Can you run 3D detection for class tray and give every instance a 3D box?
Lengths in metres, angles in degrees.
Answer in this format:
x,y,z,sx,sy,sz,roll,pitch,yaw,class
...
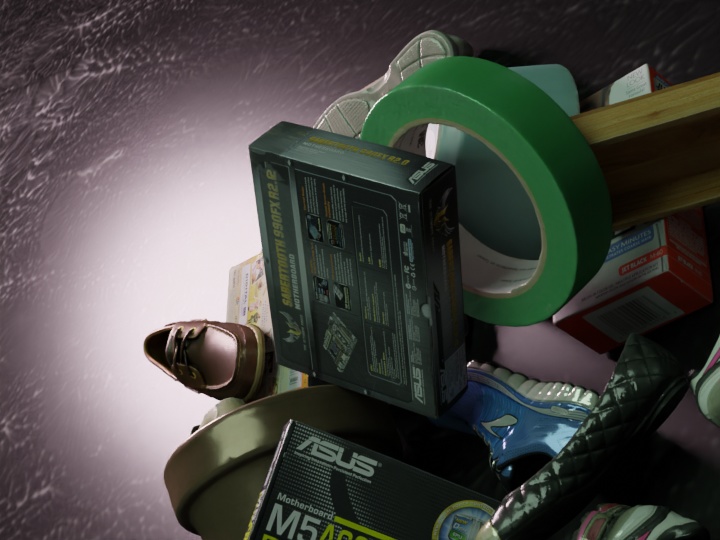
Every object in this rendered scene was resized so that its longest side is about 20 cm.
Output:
x,y,z,sx,sy,sz,roll,pitch,yaw,class
0.255,-0.095,1.168,0.198,0.099,0.037,-16,49,13,tray

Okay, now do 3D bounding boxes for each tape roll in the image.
x,y,z,sx,sy,sz,roll,pitch,yaw,class
0.088,-0.055,1.194,0.200,0.202,0.048,-3,28,49,tape roll

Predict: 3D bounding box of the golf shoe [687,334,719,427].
x,y,z,sx,sy,sz,roll,pitch,yaw,class
0.295,0.020,1.119,0.201,0.072,0.092,-54,34,7,golf shoe

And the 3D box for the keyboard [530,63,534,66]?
x,y,z,sx,sy,sz,roll,pitch,yaw,class
0.069,-0.125,1.491,0.199,0.021,0.127,-30,1,36,keyboard

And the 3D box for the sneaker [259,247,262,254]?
x,y,z,sx,sy,sz,roll,pitch,yaw,class
-0.079,0.006,1.588,0.080,0.076,0.202,-22,47,52,sneaker

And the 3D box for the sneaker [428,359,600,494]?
x,y,z,sx,sy,sz,roll,pitch,yaw,class
0.115,0.126,1.255,0.199,0.078,0.090,8,69,52,sneaker

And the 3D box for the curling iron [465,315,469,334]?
x,y,z,sx,sy,sz,roll,pitch,yaw,class
0.053,-0.027,1.415,0.026,0.049,0.202,-32,66,54,curling iron

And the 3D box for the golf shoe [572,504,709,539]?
x,y,z,sx,sy,sz,roll,pitch,yaw,class
0.172,0.250,1.087,0.092,0.072,0.202,-5,61,47,golf shoe

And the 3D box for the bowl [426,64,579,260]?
x,y,z,sx,sy,sz,roll,pitch,yaw,class
0.093,-0.082,1.342,0.201,0.104,0.203,-167,90,-76,bowl

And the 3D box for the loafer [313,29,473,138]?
x,y,z,sx,sy,sz,roll,pitch,yaw,class
0.032,-0.157,1.592,0.200,0.063,0.072,-39,73,31,loafer

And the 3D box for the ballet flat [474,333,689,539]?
x,y,z,sx,sy,sz,roll,pitch,yaw,class
0.150,0.131,1.158,0.200,0.066,0.057,-45,66,-2,ballet flat

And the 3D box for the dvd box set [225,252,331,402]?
x,y,z,sx,sy,sz,roll,pitch,yaw,class
-0.071,0.051,1.439,0.200,0.029,0.148,-25,61,61,dvd box set

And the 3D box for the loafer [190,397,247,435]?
x,y,z,sx,sy,sz,roll,pitch,yaw,class
-0.121,0.169,1.462,0.200,0.075,0.069,128,133,-58,loafer

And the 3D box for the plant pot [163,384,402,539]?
x,y,z,sx,sy,sz,roll,pitch,yaw,class
-0.044,0.215,1.314,0.200,0.199,0.176,-35,60,30,plant pot

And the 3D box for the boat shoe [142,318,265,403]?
x,y,z,sx,sy,sz,roll,pitch,yaw,class
-0.141,0.079,1.463,0.200,0.067,0.073,-178,96,-65,boat shoe

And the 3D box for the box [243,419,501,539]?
x,y,z,sx,sy,sz,roll,pitch,yaw,class
0.010,0.222,1.215,0.044,0.199,0.161,134,158,-73,box

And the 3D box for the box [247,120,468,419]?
x,y,z,sx,sy,sz,roll,pitch,yaw,class
0.000,0.000,1.234,0.157,0.202,0.048,17,38,33,box

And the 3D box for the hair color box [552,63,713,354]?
x,y,z,sx,sy,sz,roll,pitch,yaw,class
0.206,-0.049,1.286,0.111,0.064,0.201,-29,44,36,hair color box
